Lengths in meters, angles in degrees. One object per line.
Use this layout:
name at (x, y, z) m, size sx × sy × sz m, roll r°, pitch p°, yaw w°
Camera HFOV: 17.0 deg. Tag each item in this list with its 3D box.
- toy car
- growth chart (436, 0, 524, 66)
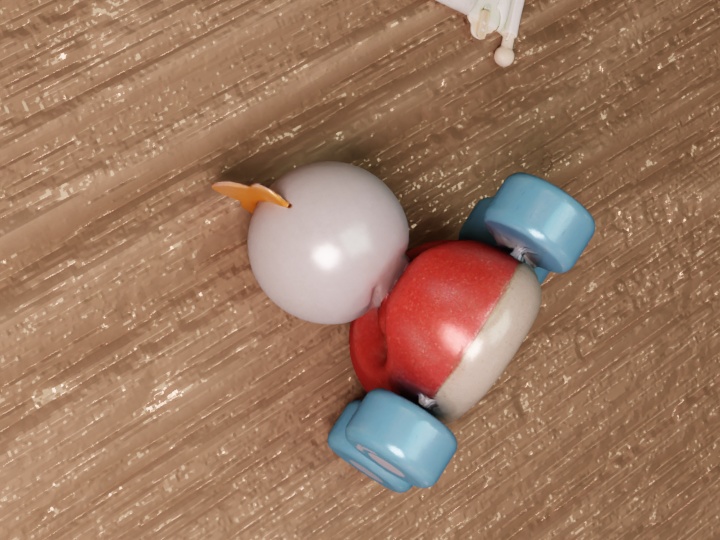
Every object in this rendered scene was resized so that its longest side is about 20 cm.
toy car at (0.000, 0.000, 1.413) m, size 0.200 × 0.177 × 0.184 m, roll 34°, pitch 80°, yaw -2°
growth chart at (0.044, -0.234, 1.515) m, size 0.200 × 0.018 × 0.145 m, roll 27°, pitch 72°, yaw -34°
